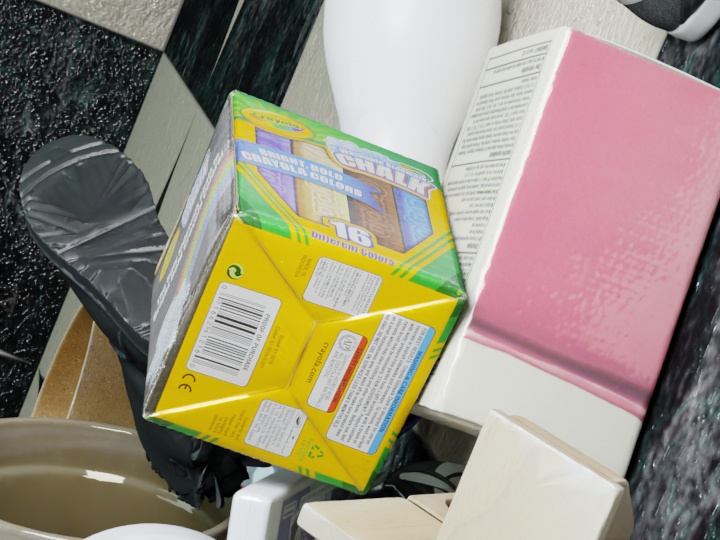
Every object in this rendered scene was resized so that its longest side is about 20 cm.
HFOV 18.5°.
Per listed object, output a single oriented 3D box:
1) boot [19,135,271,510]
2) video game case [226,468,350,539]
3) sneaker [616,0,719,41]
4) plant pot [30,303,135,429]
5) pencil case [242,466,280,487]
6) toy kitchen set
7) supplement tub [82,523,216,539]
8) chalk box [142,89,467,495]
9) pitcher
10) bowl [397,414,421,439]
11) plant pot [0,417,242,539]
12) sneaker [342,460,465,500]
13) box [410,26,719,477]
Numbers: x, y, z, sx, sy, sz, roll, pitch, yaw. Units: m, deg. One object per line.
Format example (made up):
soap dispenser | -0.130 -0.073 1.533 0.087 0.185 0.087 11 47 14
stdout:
boot | -0.126 0.034 1.301 0.198 0.073 0.163 48 160 34
video game case | -0.045 0.193 1.160 0.200 0.023 0.184 -11 -69 -78
sneaker | 0.171 -0.210 1.129 0.073 0.111 0.200 -87 23 -48
plant pot | -0.135 0.138 1.601 0.186 0.199 0.187 -159 90 -75
pencil case | -0.044 0.125 1.518 0.090 0.083 0.201 -6 61 49
toy kitchen set | 0.096 0.146 0.998 0.200 0.180 0.164 31 107 35
supplement tub | -0.118 0.251 1.228 0.123 0.122 0.201 -89 2 -53
chalk box | -0.032 -0.001 1.136 0.200 0.123 0.125 -95 28 -64
pitcher | 0.031 -0.137 1.549 0.172 0.120 0.201 107 171 -84
bowl | -0.019 0.019 1.378 0.039 0.200 0.202 -22 42 33
plant pot | -0.179 0.205 1.353 0.200 0.199 0.175 -117 34 -71
sneaker | 0.025 0.138 1.229 0.067 0.090 0.200 -67 14 6
box | 0.098 -0.009 1.124 0.128 0.108 0.201 -177 107 -76
